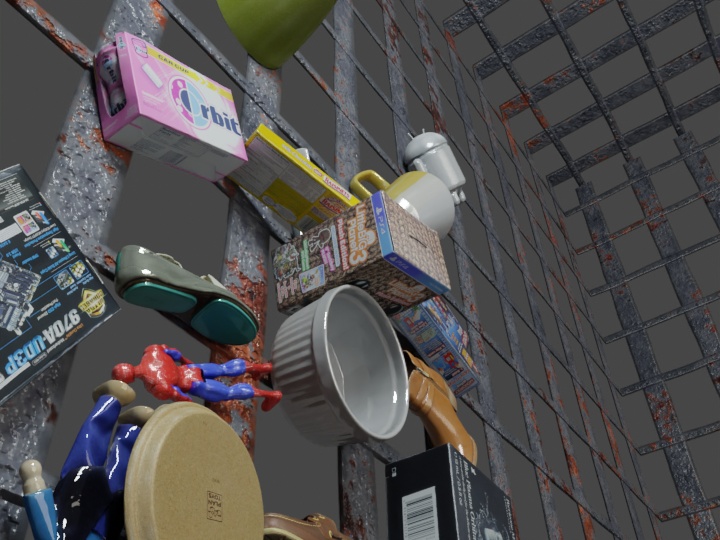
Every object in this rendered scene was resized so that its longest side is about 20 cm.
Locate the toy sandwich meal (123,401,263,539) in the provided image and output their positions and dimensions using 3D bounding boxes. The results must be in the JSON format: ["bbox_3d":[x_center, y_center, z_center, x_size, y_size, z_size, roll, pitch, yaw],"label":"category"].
[{"bbox_3d":[-0.153,0.219,0.631,0.206,0.069,0.208,53,27,-42],"label":"toy sandwich meal"}]

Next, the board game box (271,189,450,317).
[{"bbox_3d":[0.000,0.000,1.018,0.159,0.198,0.098,29,42,-49],"label":"board game box"}]

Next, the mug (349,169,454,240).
[{"bbox_3d":[0.069,-0.103,1.376,0.153,0.184,0.152,-34,129,-56],"label":"mug"}]

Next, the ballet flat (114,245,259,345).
[{"bbox_3d":[-0.185,0.024,0.793,0.199,0.067,0.064,32,32,-49],"label":"ballet flat"}]

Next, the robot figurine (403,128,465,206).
[{"bbox_3d":[0.174,-0.238,1.697,0.203,0.112,0.169,64,28,0],"label":"robot figurine"}]

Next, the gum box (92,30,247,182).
[{"bbox_3d":[-0.238,-0.199,0.897,0.199,0.065,0.115,17,52,-58],"label":"gum box"}]

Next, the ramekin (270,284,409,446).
[{"bbox_3d":[-0.029,0.131,0.934,0.200,0.104,0.203,40,38,-42],"label":"ramekin"}]

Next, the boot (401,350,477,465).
[{"bbox_3d":[0.113,0.238,1.174,0.155,0.073,0.201,47,18,-35],"label":"boot"}]

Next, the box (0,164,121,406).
[{"bbox_3d":[-0.305,0.017,0.582,0.160,0.046,0.200,58,25,-13],"label":"box"}]

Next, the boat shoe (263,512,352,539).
[{"bbox_3d":[-0.058,0.301,0.778,0.200,0.071,0.068,49,22,-43],"label":"boat shoe"}]

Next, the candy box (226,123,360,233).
[{"bbox_3d":[-0.088,-0.110,1.010,0.199,0.102,0.027,37,42,-19],"label":"candy box"}]

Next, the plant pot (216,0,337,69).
[{"bbox_3d":[-0.120,-0.488,1.251,0.187,0.198,0.189,44,31,-36],"label":"plant pot"}]

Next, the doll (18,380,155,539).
[{"bbox_3d":[-0.220,0.189,0.578,0.202,0.048,0.137,-88,155,-46],"label":"doll"}]

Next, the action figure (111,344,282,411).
[{"bbox_3d":[-0.171,0.116,0.751,0.199,0.051,0.066,21,42,-50],"label":"action figure"}]

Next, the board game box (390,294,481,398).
[{"bbox_3d":[0.146,0.125,1.327,0.201,0.061,0.200,56,15,0],"label":"board game box"}]

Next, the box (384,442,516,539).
[{"bbox_3d":[0.134,0.387,1.016,0.200,0.116,0.199,46,30,-36],"label":"box"}]

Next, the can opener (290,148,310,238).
[{"bbox_3d":[-0.084,-0.104,1.129,0.066,0.052,0.203,29,42,-50],"label":"can opener"}]
